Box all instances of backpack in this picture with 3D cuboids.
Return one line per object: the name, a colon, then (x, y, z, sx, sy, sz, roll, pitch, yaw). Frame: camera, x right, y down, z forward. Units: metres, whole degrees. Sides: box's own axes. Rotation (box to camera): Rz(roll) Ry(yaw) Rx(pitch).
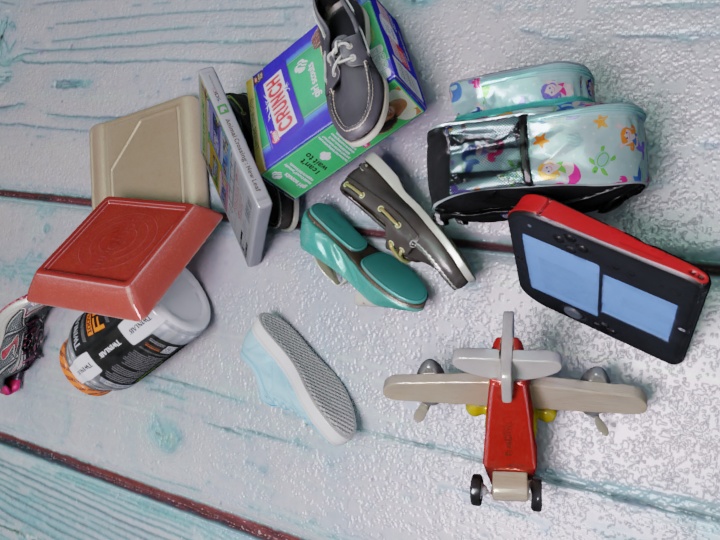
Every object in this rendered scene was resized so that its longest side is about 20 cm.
backpack: (0.179, -0.119, 0.724, 0.198, 0.177, 0.153, 2, 92, 25)

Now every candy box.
candy box: (-0.037, -0.208, 0.876, 0.199, 0.077, 0.171, -32, 50, 24)

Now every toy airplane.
toy airplane: (0.149, 0.124, 0.742, 0.199, 0.142, 0.199, 39, 122, -8)

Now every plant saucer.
plant saucer: (-0.310, -0.030, 0.958, 0.198, 0.037, 0.201, 7, 46, 24)

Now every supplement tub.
supplement tub: (-0.312, 0.082, 1.008, 0.199, 0.122, 0.123, -36, 71, 22)

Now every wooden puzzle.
wooden puzzle: (-0.306, -0.143, 1.075, 0.198, 0.037, 0.188, -9, 82, 24)

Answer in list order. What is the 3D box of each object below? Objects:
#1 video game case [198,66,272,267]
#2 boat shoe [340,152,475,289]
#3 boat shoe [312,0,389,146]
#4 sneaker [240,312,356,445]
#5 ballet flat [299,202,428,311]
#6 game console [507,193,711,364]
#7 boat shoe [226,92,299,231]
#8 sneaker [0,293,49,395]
video game case: (-0.158, -0.119, 0.912, 0.022, 0.200, 0.184, -21, 77, -17)
boat shoe: (0.051, -0.047, 0.837, 0.060, 0.072, 0.202, -39, 62, 3)
boat shoe: (-0.020, -0.219, 0.772, 0.072, 0.063, 0.202, -24, 56, 26)
sneaker: (-0.081, 0.148, 0.913, 0.200, 0.073, 0.082, 50, 118, 30)
ballet flat: (0.000, 0.000, 0.885, 0.200, 0.067, 0.071, 41, 130, 25)
game console: (0.222, 0.014, 0.682, 0.176, 0.200, 0.031, 32, 78, 27)
boat shoe: (-0.136, -0.140, 0.953, 0.072, 0.060, 0.203, -40, 65, 45)
sneaker: (-0.530, 0.108, 1.159, 0.075, 0.081, 0.201, 42, 114, 9)
